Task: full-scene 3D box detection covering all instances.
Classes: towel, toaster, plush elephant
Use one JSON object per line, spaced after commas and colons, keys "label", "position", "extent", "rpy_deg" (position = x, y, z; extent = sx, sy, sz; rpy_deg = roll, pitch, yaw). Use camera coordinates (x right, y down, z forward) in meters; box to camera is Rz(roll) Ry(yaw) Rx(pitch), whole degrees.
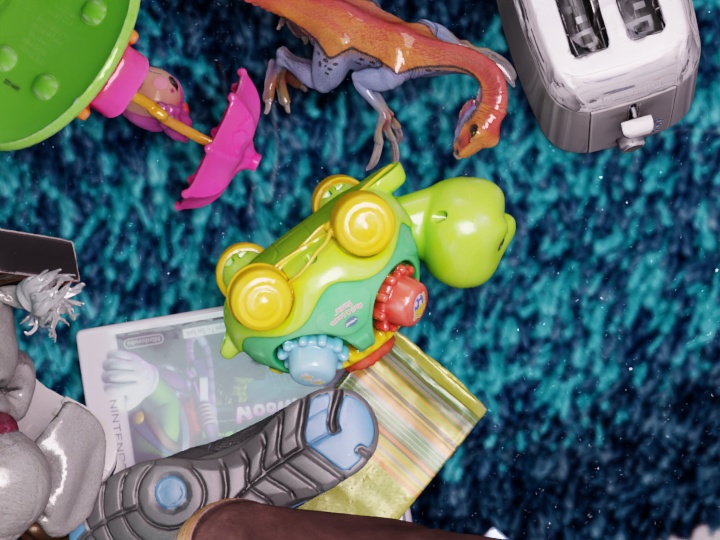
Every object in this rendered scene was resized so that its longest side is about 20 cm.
{"label": "towel", "position": [-0.013, 0.137, 1.286], "extent": [0.086, 0.018, 0.201], "rpy_deg": [38, 89, 7]}
{"label": "toaster", "position": [0.144, -0.176, 1.267], "extent": [0.113, 0.129, 0.202], "rpy_deg": [-15, 85, 1]}
{"label": "plush elephant", "position": [-0.232, 0.095, 1.161], "extent": [0.198, 0.164, 0.156], "rpy_deg": [-13, 77, 29]}

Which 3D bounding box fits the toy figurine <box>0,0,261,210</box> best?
{"label": "toy figurine", "position": [-0.149, -0.113, 1.269], "extent": [0.199, 0.184, 0.151], "rpy_deg": [31, 88, 45]}

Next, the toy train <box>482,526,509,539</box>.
{"label": "toy train", "position": [0.049, 0.250, 1.247], "extent": [0.087, 0.114, 0.200], "rpy_deg": [41, 89, 5]}

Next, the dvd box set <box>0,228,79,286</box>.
{"label": "dvd box set", "position": [-0.289, 0.012, 1.245], "extent": [0.198, 0.146, 0.030], "rpy_deg": [-13, 85, 10]}

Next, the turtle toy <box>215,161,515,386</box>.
{"label": "turtle toy", "position": [0.000, 0.000, 1.246], "extent": [0.199, 0.146, 0.101], "rpy_deg": [-34, 101, -1]}

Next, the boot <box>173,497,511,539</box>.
{"label": "boot", "position": [0.007, 0.161, 1.134], "extent": [0.165, 0.199, 0.073], "rpy_deg": [-7, 78, 31]}

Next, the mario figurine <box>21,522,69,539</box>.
{"label": "mario figurine", "position": [-0.240, 0.247, 1.267], "extent": [0.105, 0.123, 0.201], "rpy_deg": [31, 84, -7]}

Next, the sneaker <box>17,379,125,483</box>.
{"label": "sneaker", "position": [-0.225, 0.098, 1.295], "extent": [0.076, 0.081, 0.200], "rpy_deg": [-44, 60, -16]}

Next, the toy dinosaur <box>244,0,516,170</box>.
{"label": "toy dinosaur", "position": [0.005, -0.128, 1.257], "extent": [0.199, 0.181, 0.106], "rpy_deg": [32, 75, -36]}

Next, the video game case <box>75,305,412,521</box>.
{"label": "video game case", "position": [-0.074, 0.113, 1.312], "extent": [0.198, 0.023, 0.184], "rpy_deg": [-9, 85, 3]}

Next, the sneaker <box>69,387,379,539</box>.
{"label": "sneaker", "position": [-0.079, 0.137, 1.237], "extent": [0.198, 0.082, 0.074], "rpy_deg": [-22, 82, -2]}
